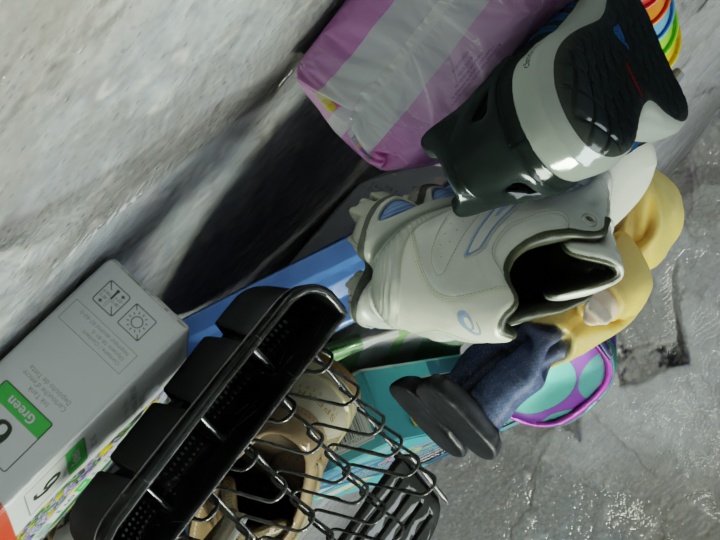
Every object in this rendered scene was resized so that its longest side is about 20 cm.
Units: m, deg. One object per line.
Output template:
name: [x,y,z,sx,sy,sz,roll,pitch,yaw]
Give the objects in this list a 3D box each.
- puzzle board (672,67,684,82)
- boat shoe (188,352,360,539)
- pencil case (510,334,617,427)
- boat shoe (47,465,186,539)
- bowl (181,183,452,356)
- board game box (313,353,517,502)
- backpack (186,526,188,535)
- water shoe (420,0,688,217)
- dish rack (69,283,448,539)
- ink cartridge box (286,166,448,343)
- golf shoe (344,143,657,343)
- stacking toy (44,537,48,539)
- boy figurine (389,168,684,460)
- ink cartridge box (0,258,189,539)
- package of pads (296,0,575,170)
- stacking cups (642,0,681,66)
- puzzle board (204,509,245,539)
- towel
puzzle board: [0.090,-0.036,1.014,0.151,0.017,0.200,-48,-168,-29]
boat shoe: [-0.061,0.123,0.974,0.065,0.071,0.201,-62,177,-44]
pencil case: [0.117,-0.001,1.104,0.085,0.093,0.201,-19,-145,22]
boat shoe: [-0.130,0.114,0.894,0.069,0.071,0.200,-25,-173,-2]
bowl: [0.000,0.000,0.905,0.200,0.040,0.201,-27,-178,1]
board game box: [0.008,0.101,1.102,0.150,0.047,0.199,-28,167,32]
backpack: [-0.106,0.232,1.100,0.135,0.200,0.182,-52,169,22]
water shoe: [0.081,-0.072,0.743,0.079,0.072,0.200,-24,-179,24]
dish rack: [-0.031,0.115,0.800,0.154,0.054,0.200,-51,129,-17]
ink cartridge box: [0.021,-0.031,1.120,0.200,0.047,0.160,-51,172,-20]
golf shoe: [0.087,-0.013,0.787,0.199,0.097,0.079,-30,129,-39]
stacking toy: [-0.214,0.204,0.914,0.086,0.085,0.200,-53,162,29]
boy figurine: [0.110,0.015,0.958,0.200,0.064,0.124,-47,-167,-16]
ink cartridge box: [-0.159,0.094,0.761,0.200,0.050,0.109,-46,171,-20]
package of pads: [0.052,-0.110,0.827,0.121,0.076,0.200,-48,171,14]
stacking cups: [0.164,-0.163,1.092,0.061,0.060,0.200,-49,167,5]
puzzle board: [-0.111,0.205,0.898,0.151,0.017,0.200,-59,-179,-21]
towel: [-0.027,0.068,1.059,0.199,0.024,0.153,-19,169,-7]
